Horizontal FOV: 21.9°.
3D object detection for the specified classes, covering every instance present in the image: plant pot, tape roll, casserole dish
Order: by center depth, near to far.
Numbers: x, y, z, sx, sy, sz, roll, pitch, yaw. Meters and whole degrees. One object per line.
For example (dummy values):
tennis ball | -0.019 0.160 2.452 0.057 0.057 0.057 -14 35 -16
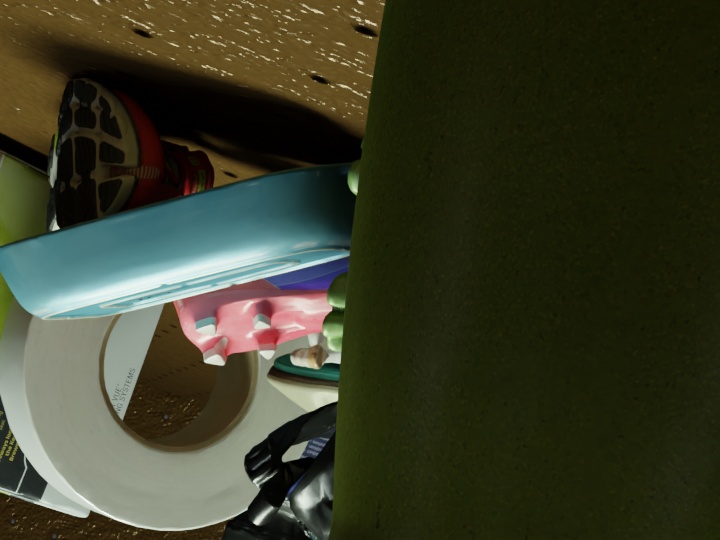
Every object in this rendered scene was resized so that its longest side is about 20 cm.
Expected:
plant pot | 0.076 0.012 0.433 0.198 0.195 0.200 18 172 3
casserole dish | -0.080 -0.011 0.890 0.198 0.039 0.121 -13 176 17
tape roll | -0.123 0.059 1.171 0.201 0.205 0.071 22 170 -22

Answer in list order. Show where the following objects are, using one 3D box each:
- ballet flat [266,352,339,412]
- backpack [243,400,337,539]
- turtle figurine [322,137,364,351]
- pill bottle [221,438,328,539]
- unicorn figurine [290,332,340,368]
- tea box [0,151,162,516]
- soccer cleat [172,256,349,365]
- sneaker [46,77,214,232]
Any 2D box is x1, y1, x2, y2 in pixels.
ballet flat | 0.040 0.082 1.092 0.198 0.070 0.069 -1 165 18
backpack | 0.072 0.086 0.899 0.154 0.200 0.190 49 -173 13
turtle figurine | 0.068 0.018 0.721 0.192 0.200 0.145 19 138 28
pill bottle | -0.028 0.112 1.287 0.111 0.202 0.112 18 172 3
unicorn figurine | 0.008 0.024 1.074 0.198 0.075 0.137 12 -179 9
tea box | -0.255 0.034 1.241 0.133 0.202 0.196 11 167 42
soccer cleat | 0.000 0.000 0.972 0.197 0.077 0.067 -7 148 -1
sneaker | -0.115 -0.053 0.959 0.084 0.078 0.200 1 177 -14
